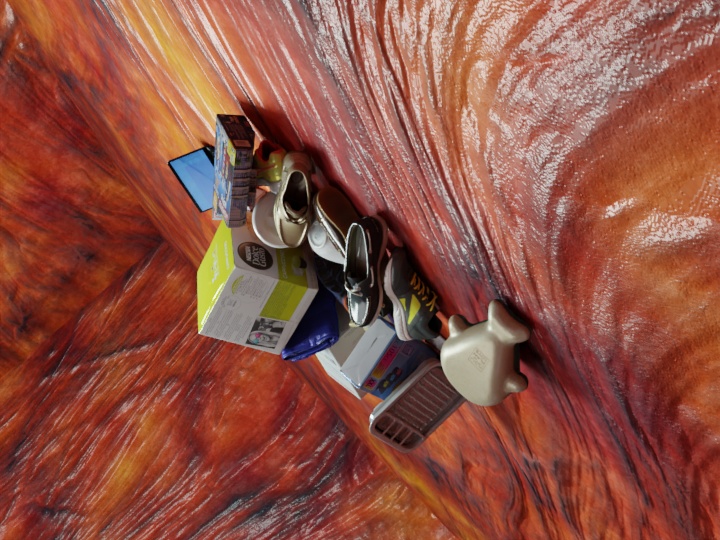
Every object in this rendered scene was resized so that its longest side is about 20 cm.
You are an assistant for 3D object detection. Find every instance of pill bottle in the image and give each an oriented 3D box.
[{"bbox_3d":[-0.160,-0.108,1.665,0.111,0.110,0.200,50,180,-8],"label":"pill bottle"}]

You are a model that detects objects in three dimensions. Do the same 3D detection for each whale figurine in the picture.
[{"bbox_3d":[0.207,0.118,1.280,0.159,0.103,0.201,43,140,19],"label":"whale figurine"}]

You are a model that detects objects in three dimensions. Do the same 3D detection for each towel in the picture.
[{"bbox_3d":[-0.113,0.097,1.855,0.050,0.146,0.203,44,-149,-47],"label":"towel"}]

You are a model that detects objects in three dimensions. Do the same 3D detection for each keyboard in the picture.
[{"bbox_3d":[0.144,0.132,1.617,0.199,0.011,0.057,39,163,33],"label":"keyboard"}]

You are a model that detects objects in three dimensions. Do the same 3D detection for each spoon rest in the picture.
[{"bbox_3d":[-0.038,-0.037,1.566,0.201,0.060,0.100,55,129,29],"label":"spoon rest"}]

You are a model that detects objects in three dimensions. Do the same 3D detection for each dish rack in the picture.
[{"bbox_3d":[0.115,0.260,1.630,0.171,0.200,0.044,39,-169,-44],"label":"dish rack"}]

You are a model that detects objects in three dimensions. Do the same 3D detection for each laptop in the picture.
[{"bbox_3d":[-0.358,-0.206,2.047,0.199,0.103,0.178,33,159,46],"label":"laptop"}]

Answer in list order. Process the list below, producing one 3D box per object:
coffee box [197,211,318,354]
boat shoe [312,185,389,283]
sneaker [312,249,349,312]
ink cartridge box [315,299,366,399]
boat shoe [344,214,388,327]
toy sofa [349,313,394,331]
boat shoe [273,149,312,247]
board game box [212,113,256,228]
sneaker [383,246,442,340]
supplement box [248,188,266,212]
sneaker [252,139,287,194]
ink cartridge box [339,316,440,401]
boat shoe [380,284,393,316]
[{"bbox_3d":[-0.227,0.021,1.780,0.195,0.201,0.201,17,-145,-25],"label":"coffee box"},{"bbox_3d":[-0.017,-0.061,1.489,0.202,0.070,0.070,58,159,-2],"label":"boat shoe"},{"bbox_3d":[-0.050,0.021,1.787,0.078,0.075,0.202,30,155,58],"label":"sneaker"},{"bbox_3d":[-0.027,0.166,1.934,0.145,0.144,0.201,31,156,45],"label":"ink cartridge box"},{"bbox_3d":[-0.001,0.005,1.411,0.075,0.060,0.204,16,110,38],"label":"boat shoe"},{"bbox_3d":[0.071,0.144,1.758,0.082,0.098,0.201,-5,129,41],"label":"toy sofa"},{"bbox_3d":[-0.122,-0.116,1.494,0.065,0.070,0.203,-93,6,-50],"label":"boat shoe"},{"bbox_3d":[-0.238,-0.168,1.571,0.201,0.061,0.203,-123,37,-56],"label":"board game box"},{"bbox_3d":[0.097,0.040,1.443,0.083,0.075,0.202,4,133,23],"label":"sneaker"},{"bbox_3d":[-0.230,-0.109,1.989,0.108,0.061,0.201,23,151,46],"label":"supplement box"},{"bbox_3d":[-0.175,-0.211,1.586,0.199,0.077,0.092,24,137,56],"label":"sneaker"},{"bbox_3d":[0.074,0.191,1.647,0.199,0.137,0.076,32,-175,-46],"label":"ink cartridge box"},{"bbox_3d":[0.000,-0.001,1.607,0.202,0.063,0.074,49,168,5],"label":"boat shoe"}]
